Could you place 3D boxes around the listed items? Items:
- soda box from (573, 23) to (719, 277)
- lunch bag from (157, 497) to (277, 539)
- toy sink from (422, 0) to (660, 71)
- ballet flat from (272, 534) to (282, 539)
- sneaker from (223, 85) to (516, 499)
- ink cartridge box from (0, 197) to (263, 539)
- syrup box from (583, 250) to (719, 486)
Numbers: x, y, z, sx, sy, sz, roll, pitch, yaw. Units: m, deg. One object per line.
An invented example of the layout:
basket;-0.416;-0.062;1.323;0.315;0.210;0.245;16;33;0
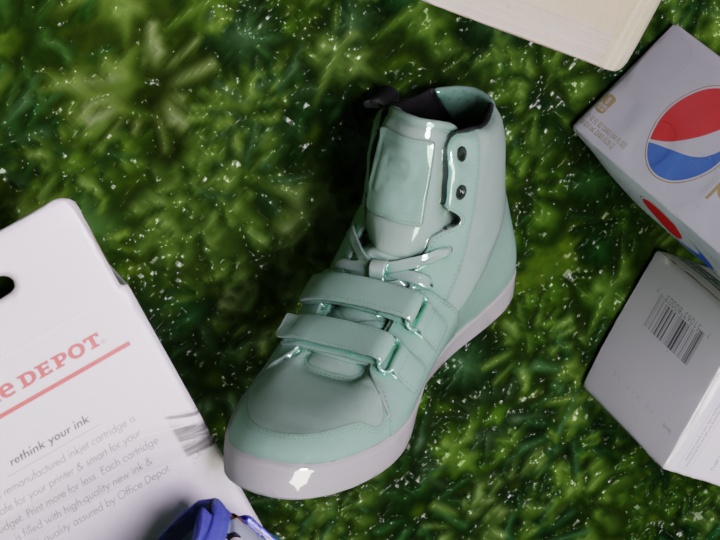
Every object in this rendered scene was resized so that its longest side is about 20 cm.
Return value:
soda box;0.172;-0.025;1.077;0.068;0.200;0.064;-44;127;2
lunch bag;-0.055;0.212;0.990;0.170;0.124;0.200;43;69;-17
toy sink;0.073;-0.200;0.967;0.112;0.130;0.200;16;110;-33
ballet flat;-0.028;0.163;1.171;0.200;0.068;0.067;22;113;-34
sneaker;0.000;0.000;1.042;0.200;0.074;0.118;-48;143;-47
ink cartridge box;-0.121;0.075;1.041;0.116;0.067;0.200;-29;106;-6
syrup box;0.213;0.065;1.229;0.200;0.079;0.082;18;108;-34
